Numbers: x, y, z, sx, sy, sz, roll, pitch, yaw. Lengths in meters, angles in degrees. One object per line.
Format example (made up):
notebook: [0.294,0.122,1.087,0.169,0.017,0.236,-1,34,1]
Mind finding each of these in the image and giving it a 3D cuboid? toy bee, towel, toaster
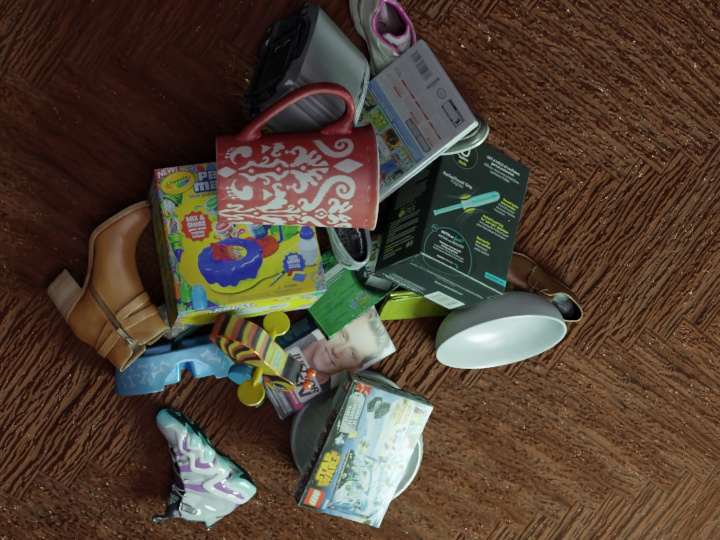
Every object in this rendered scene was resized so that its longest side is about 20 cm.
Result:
toy bee: [-0.117,0.120,1.610,0.108,0.200,0.132,6,81,22]
towel: [0.127,0.051,1.797,0.198,0.018,0.086,-3,152,-16]
toaster: [-0.068,-0.244,1.585,0.129,0.113,0.201,36,48,-29]

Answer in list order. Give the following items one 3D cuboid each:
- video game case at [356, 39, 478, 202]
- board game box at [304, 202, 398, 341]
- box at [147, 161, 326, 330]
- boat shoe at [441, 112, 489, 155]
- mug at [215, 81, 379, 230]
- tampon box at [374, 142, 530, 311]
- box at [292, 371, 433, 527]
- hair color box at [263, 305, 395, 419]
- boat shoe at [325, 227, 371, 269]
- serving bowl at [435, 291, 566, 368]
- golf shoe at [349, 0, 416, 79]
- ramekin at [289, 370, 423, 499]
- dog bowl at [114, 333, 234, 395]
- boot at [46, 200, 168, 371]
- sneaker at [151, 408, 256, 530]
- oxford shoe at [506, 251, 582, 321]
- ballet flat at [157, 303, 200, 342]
video game case: [0.043,-0.193,1.613,0.199,0.018,0.144,-37,71,18]
board game box: [0.000,0.000,1.724,0.199,0.023,0.105,-36,89,-14]
box: [-0.168,-0.039,1.602,0.198,0.122,0.195,-9,79,-16]
boat shoe: [0.080,-0.203,1.635,0.057,0.199,0.067,44,67,-47]
mug: [-0.083,-0.137,1.511,0.198,0.133,0.180,-2,85,-7]
tampon box: [0.129,-0.071,1.687,0.149,0.126,0.202,26,65,-24]
box: [0.003,0.258,1.722,0.136,0.040,0.201,20,99,-24]
hair color box: [-0.059,0.120,1.761,0.199,0.061,0.101,-31,114,-8]
boat shoe: [-0.028,-0.100,1.677,0.069,0.071,0.203,-20,94,-14]
serving bowl: [0.204,0.080,1.793,0.198,0.200,0.066,-3,65,-18]
golf shoe: [0.049,-0.298,1.652,0.075,0.092,0.201,-33,115,-8]
ramekin: [0.000,0.260,1.801,0.198,0.105,0.202,-5,108,-17]
dog bowl: [-0.250,0.127,1.677,0.198,0.111,0.050,-12,97,-15]
boot: [-0.308,0.020,1.605,0.155,0.074,0.200,45,104,10]
sneaker: [-0.259,0.305,1.742,0.140,0.078,0.200,-43,114,-3]
oxford shoe: [0.261,0.024,1.834,0.199,0.071,0.072,23,101,-21]
ballet flat: [-0.197,0.029,1.688,0.199,0.072,0.072,-29,113,-10]
